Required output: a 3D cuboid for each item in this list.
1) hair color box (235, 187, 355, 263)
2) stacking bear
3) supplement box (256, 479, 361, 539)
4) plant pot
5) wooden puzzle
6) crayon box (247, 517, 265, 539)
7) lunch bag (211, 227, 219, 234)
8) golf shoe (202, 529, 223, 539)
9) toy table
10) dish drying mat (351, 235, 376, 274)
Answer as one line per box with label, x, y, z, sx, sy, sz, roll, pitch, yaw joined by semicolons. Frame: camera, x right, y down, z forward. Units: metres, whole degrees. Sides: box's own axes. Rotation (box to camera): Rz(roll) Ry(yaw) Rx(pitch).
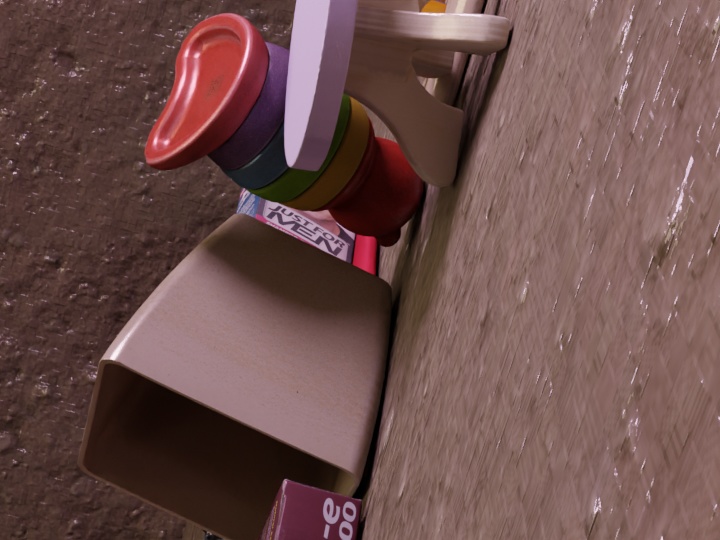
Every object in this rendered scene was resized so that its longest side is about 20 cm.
hair color box;-0.059;-0.036;1.643;0.061;0.100;0.201;-54;15;27
stacking bear;-0.039;-0.091;1.353;0.113;0.199;0.122;-12;55;52
supplement box;-0.054;0.240;1.302;0.200;0.060;0.110;113;169;-59
plant pot;-0.080;0.080;1.385;0.200;0.199;0.178;115;180;-58
wooden puzzle;0.065;-0.227;1.405;0.200;0.046;0.187;-97;22;-74
crayon box;-0.092;0.324;1.472;0.173;0.058;0.201;113;169;-61
lunch bag;-0.114;0.074;1.705;0.200;0.117;0.165;62;-146;-55
golf shoe;-0.103;0.252;1.647;0.201;0.078;0.094;-53;-35;0
toy table;0.021;-0.161;1.232;0.184;0.116;0.202;-136;55;-75
dish drying mat;0.000;0.000;1.603;0.200;0.018;0.077;-84;13;-62
